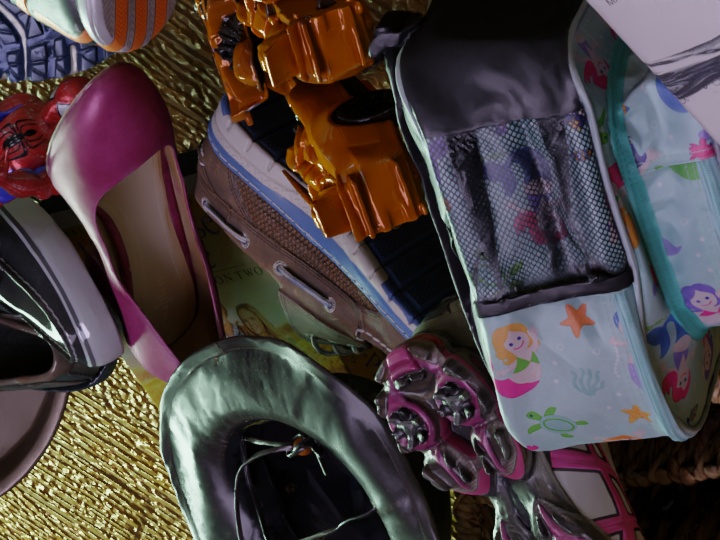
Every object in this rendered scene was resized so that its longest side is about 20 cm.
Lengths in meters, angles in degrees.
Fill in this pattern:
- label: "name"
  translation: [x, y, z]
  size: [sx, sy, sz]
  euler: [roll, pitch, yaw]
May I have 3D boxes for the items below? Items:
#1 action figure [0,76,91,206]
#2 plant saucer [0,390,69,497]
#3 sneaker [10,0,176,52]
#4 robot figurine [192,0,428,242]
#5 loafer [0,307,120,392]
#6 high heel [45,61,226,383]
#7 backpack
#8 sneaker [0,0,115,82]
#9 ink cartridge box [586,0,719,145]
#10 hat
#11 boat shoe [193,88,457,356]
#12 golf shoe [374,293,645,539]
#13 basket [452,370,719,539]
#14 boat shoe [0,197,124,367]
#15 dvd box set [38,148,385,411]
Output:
- label: "action figure"
  translation: [-0.207, -0.028, 1.306]
  size: [0.200, 0.099, 0.065]
  euler: [-41, 68, 17]
- label: "plant saucer"
  translation: [-0.241, 0.034, 1.484]
  size: [0.198, 0.029, 0.202]
  euler: [3, 100, 19]
- label: "sneaker"
  translation: [-0.134, -0.200, 1.184]
  size: [0.112, 0.077, 0.202]
  euler: [21, 114, 34]
- label: "robot figurine"
  translation: [-0.028, -0.092, 1.172]
  size: [0.200, 0.058, 0.146]
  euler: [-130, 20, -65]
- label: "loafer"
  translation: [-0.226, 0.036, 1.430]
  size: [0.198, 0.063, 0.072]
  euler: [-2, 96, 19]
- label: "high heel"
  translation: [-0.095, -0.014, 1.291]
  size: [0.096, 0.067, 0.201]
  euler: [45, 153, 22]
- label: "backpack"
  translation: [0.101, -0.032, 1.113]
  size: [0.149, 0.178, 0.201]
  euler: [-3, 118, 17]
- label: "sneaker"
  translation: [-0.185, -0.133, 1.316]
  size: [0.198, 0.085, 0.077]
  euler: [-12, 118, 16]
- label: "ink cartridge box"
  translation: [0.169, -0.115, 1.010]
  size: [0.200, 0.145, 0.084]
  euler: [46, 135, -12]
- label: "hat"
  translation: [-0.005, 0.112, 1.320]
  size: [0.200, 0.081, 0.202]
  euler: [23, 126, 35]
- label: "boat shoe"
  translation: [0.000, 0.000, 1.289]
  size: [0.200, 0.072, 0.073]
  euler: [47, 131, 18]
- label: "golf shoe"
  translation: [0.091, 0.097, 1.200]
  size: [0.072, 0.092, 0.201]
  euler: [-22, 103, 42]
- label: "basket"
  translation: [0.134, 0.105, 1.253]
  size: [0.199, 0.149, 0.143]
  euler: [-8, 123, 42]
- label: "boat shoe"
  translation: [-0.188, -0.012, 1.382]
  size: [0.200, 0.056, 0.069]
  euler: [46, 161, 36]
- label: "dvd box set"
  translation: [-0.066, 0.031, 1.418]
  size: [0.146, 0.029, 0.201]
  euler: [-12, 120, 40]
